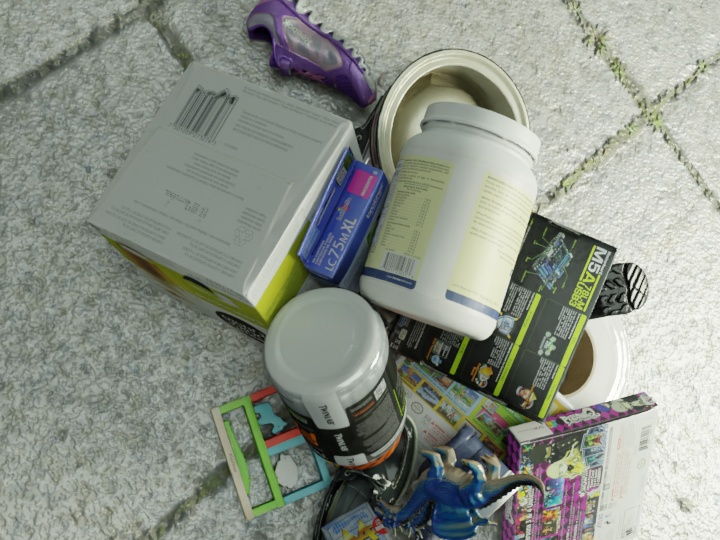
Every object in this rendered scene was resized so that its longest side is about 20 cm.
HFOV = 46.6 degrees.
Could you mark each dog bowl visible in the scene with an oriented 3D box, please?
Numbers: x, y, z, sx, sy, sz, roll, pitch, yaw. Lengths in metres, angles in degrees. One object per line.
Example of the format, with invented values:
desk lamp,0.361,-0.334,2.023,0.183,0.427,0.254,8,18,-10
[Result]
dog bowl,0.096,-0.150,0.974,0.196,0.074,0.205,-3,97,-20

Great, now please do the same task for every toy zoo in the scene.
toy zoo,-0.062,0.189,0.973,0.196,0.020,0.134,-19,85,-16

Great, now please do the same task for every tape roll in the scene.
tape roll,0.229,0.107,1.032,0.198,0.071,0.207,3,79,-13

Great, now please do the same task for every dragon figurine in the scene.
dragon figurine,0.105,0.240,0.857,0.058,0.197,0.102,3,89,-55

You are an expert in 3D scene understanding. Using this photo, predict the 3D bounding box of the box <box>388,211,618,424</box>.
box,0.150,0.032,0.903,0.190,0.047,0.203,23,88,12

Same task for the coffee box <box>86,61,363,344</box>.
coffee box,-0.121,-0.057,0.884,0.197,0.198,0.202,24,73,19

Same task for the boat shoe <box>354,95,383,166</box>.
boat shoe,-0.008,-0.137,1.028,0.065,0.070,0.203,21,79,7

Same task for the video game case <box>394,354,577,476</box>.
video game case,0.118,0.163,0.963,0.199,0.023,0.183,41,98,-2

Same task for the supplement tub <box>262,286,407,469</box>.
supplement tub,-0.018,0.119,0.851,0.120,0.201,0.125,-7,53,9

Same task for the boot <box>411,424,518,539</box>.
boot,0.086,0.269,0.943,0.091,0.072,0.201,47,110,18

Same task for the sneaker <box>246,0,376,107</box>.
sneaker,-0.065,-0.267,1.033,0.200,0.081,0.089,45,80,3

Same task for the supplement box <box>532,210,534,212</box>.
supplement box,0.123,-0.027,1.034,0.067,0.069,0.200,47,71,-4

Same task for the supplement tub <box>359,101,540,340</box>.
supplement tub,0.091,-0.048,0.829,0.142,0.145,0.204,19,86,-9

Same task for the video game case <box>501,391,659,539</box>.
video game case,0.252,0.250,0.972,0.177,0.036,0.204,-12,120,-15

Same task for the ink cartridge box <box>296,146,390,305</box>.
ink cartridge box,-0.002,-0.031,0.871,0.041,0.200,0.121,22,79,21

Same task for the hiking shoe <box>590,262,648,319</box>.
hiking shoe,0.225,0.036,0.964,0.195,0.101,0.078,-4,83,6

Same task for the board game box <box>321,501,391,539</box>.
board game box,0.033,0.353,0.851,0.061,0.200,0.203,-24,98,-15

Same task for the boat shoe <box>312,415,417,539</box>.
boat shoe,-0.001,0.249,0.925,0.074,0.066,0.201,34,92,15
